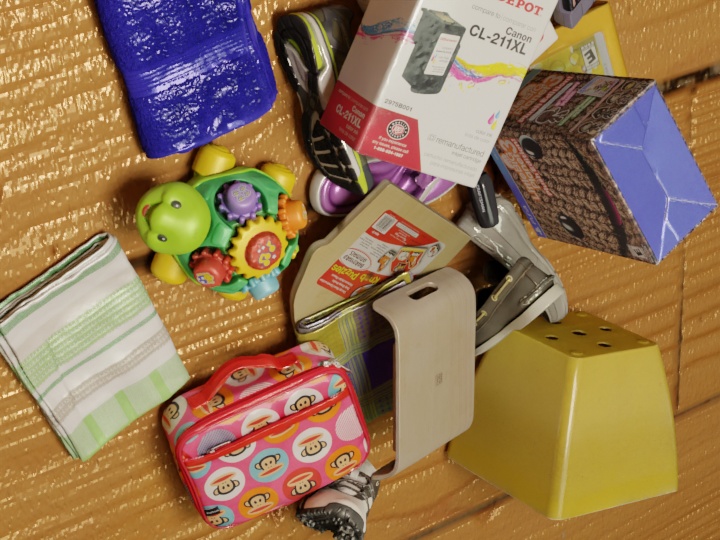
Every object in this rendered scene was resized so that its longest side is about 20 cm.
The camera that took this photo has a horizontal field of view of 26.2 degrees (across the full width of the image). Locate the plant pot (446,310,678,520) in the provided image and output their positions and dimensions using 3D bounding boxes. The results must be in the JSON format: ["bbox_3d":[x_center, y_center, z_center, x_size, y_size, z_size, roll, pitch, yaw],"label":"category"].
[{"bbox_3d":[0.242,0.153,1.794,0.200,0.200,0.176,-6,109,-35],"label":"plant pot"}]

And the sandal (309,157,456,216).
[{"bbox_3d":[0.040,-0.090,1.611,0.203,0.050,0.082,-19,122,-29],"label":"sandal"}]

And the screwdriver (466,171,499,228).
[{"bbox_3d":[0.116,-0.139,1.632,0.028,0.029,0.200,-30,116,-39],"label":"screwdriver"}]

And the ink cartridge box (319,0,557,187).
[{"bbox_3d":[0.073,-0.197,1.441,0.146,0.083,0.200,14,107,-32],"label":"ink cartridge box"}]

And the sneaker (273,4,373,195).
[{"bbox_3d":[-0.015,-0.167,1.510,0.081,0.074,0.200,-31,121,-28],"label":"sneaker"}]

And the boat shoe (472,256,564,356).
[{"bbox_3d":[0.152,0.042,1.699,0.072,0.202,0.060,-39,88,-30],"label":"boat shoe"}]

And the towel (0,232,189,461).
[{"bbox_3d":[-0.255,0.078,1.488,0.149,0.031,0.200,-36,129,-16],"label":"towel"}]

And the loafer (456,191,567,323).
[{"bbox_3d":[0.169,-0.006,1.742,0.070,0.070,0.200,-42,123,-6],"label":"loafer"}]

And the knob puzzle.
[{"bbox_3d":[0.000,0.000,1.626,0.220,0.030,0.220,-24,144,-19],"label":"knob puzzle"}]

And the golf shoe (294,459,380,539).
[{"bbox_3d":[-0.020,0.242,1.672,0.078,0.200,0.095,25,80,-1],"label":"golf shoe"}]

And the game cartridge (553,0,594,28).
[{"bbox_3d":[0.233,-0.350,1.582,0.130,0.038,0.200,-56,155,-17],"label":"game cartridge"}]

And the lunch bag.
[{"bbox_3d":[-0.099,0.159,1.595,0.200,0.082,0.176,-24,128,-10],"label":"lunch bag"}]

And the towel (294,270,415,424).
[{"bbox_3d":[0.007,0.097,1.674,0.144,0.023,0.200,-27,135,-17],"label":"towel"}]

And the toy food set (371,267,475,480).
[{"bbox_3d":[0.059,0.110,1.653,0.143,0.060,0.200,-23,119,-49],"label":"toy food set"}]

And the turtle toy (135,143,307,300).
[{"bbox_3d":[-0.133,-0.039,1.473,0.200,0.101,0.146,15,102,-40],"label":"turtle toy"}]

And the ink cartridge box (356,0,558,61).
[{"bbox_3d":[0.087,-0.267,1.527,0.145,0.088,0.200,-42,128,-13],"label":"ink cartridge box"}]

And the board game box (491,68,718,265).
[{"bbox_3d":[0.237,-0.109,1.579,0.097,0.200,0.159,-42,116,-17],"label":"board game box"}]

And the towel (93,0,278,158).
[{"bbox_3d":[-0.154,-0.210,1.407,0.148,0.050,0.200,-31,127,-22],"label":"towel"}]

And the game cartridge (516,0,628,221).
[{"bbox_3d":[0.227,-0.170,1.694,0.176,0.032,0.200,-29,111,-23],"label":"game cartridge"}]
